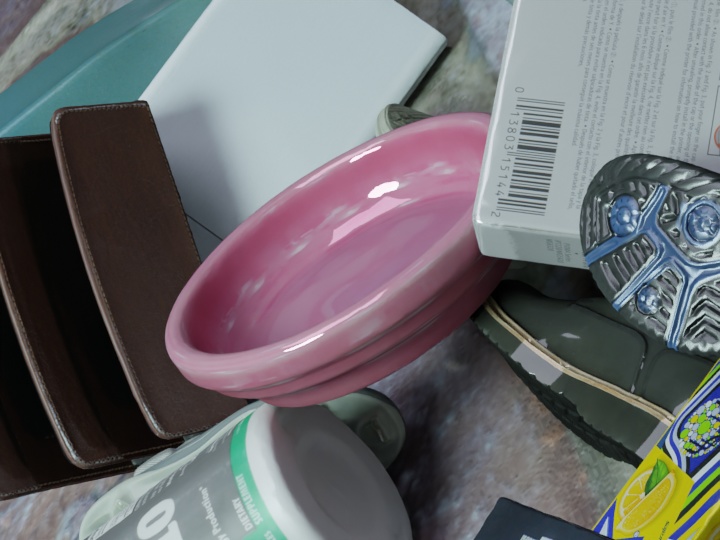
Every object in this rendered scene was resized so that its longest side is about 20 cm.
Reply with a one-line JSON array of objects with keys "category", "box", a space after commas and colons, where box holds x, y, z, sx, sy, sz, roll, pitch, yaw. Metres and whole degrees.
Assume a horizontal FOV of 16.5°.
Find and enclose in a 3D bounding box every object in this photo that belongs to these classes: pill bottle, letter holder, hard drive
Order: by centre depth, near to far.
[{"category": "pill bottle", "box": [-0.080, 0.160, 1.249, 0.200, 0.113, 0.113, -38, 30, 24]}, {"category": "letter holder", "box": [-0.171, 0.016, 1.422, 0.101, 0.142, 0.200, -26, 79, 38]}, {"category": "hard drive", "box": [-0.058, -0.098, 1.518, 0.200, 0.132, 0.027, -54, -5, -6]}]

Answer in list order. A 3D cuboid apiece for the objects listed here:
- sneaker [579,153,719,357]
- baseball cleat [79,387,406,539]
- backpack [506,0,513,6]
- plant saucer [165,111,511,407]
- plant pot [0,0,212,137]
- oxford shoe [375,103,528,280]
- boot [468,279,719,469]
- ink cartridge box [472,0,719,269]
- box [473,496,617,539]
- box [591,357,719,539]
[{"category": "sneaker", "box": [0.179, 0.007, 1.023, 0.200, 0.077, 0.076, 26, 104, 32]}, {"category": "baseball cleat", "box": [-0.061, 0.100, 1.341, 0.200, 0.070, 0.106, -22, 12, 18]}, {"category": "backpack", "box": [0.152, -0.200, 1.272, 0.200, 0.176, 0.153, -54, 27, 15]}, {"category": "plant saucer", "box": [0.000, 0.000, 1.216, 0.200, 0.051, 0.201, -29, 22, 13]}, {"category": "plant pot", "box": [-0.133, -0.097, 1.600, 0.200, 0.141, 0.141, -41, 16, -2]}, {"category": "oxford shoe", "box": [0.043, -0.037, 1.357, 0.200, 0.075, 0.058, -113, 42, -60]}, {"category": "boot", "box": [0.145, 0.020, 1.143, 0.138, 0.077, 0.200, -47, 39, -4]}, {"category": "ink cartridge box", "box": [0.154, -0.093, 1.122, 0.176, 0.045, 0.200, 7, 69, 13]}, {"category": "box", "box": [0.089, 0.217, 0.836, 0.197, 0.200, 0.124, -56, 26, -11]}, {"category": "box", "box": [0.126, 0.137, 1.016, 0.200, 0.070, 0.064, -53, 26, -4]}]
